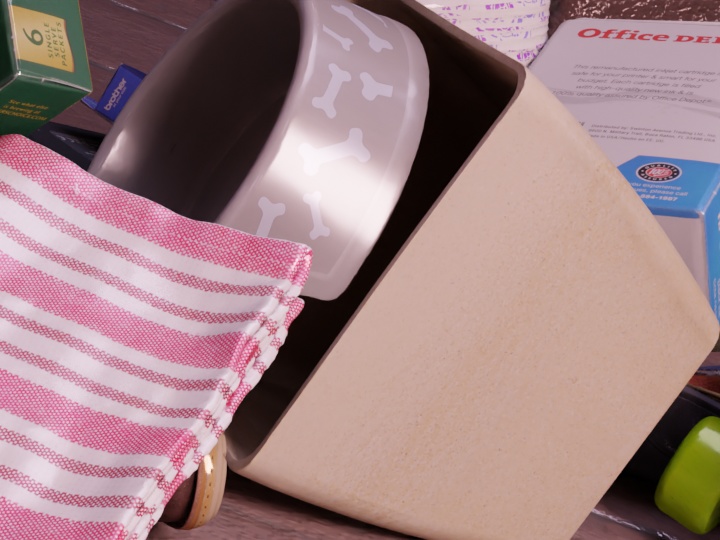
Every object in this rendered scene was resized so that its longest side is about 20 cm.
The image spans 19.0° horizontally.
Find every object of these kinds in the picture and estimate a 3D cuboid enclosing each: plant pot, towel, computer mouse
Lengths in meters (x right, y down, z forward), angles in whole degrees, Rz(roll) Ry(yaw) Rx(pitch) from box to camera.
[{"bbox_3d":[0.040,0.014,0.977,0.177,0.200,0.200,34,5,-27],"label":"plant pot"},{"bbox_3d":[-0.117,0.029,0.774,0.145,0.030,0.200,21,41,12],"label":"towel"},{"bbox_3d":[0.186,0.101,1.166,0.199,0.053,0.138,26,-7,-16],"label":"computer mouse"}]

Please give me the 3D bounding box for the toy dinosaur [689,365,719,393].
[{"bbox_3d":[0.252,0.067,1.317,0.181,0.106,0.200,8,19,-48],"label":"toy dinosaur"}]

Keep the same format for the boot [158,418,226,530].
[{"bbox_3d":[-0.158,0.044,0.822,0.165,0.073,0.200,-3,28,-33],"label":"boot"}]

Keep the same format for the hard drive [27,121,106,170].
[{"bbox_3d":[-0.123,-0.036,1.269,0.139,0.033,0.200,12,15,-43],"label":"hard drive"}]

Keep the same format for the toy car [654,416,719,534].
[{"bbox_3d":[0.252,0.065,1.002,0.164,0.201,0.158,32,54,19],"label":"toy car"}]

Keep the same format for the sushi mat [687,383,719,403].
[{"bbox_3d":[0.173,0.070,1.254,0.199,0.012,0.096,19,-7,32],"label":"sushi mat"}]

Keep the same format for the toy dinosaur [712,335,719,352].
[{"bbox_3d":[0.152,0.017,1.214,0.198,0.089,0.047,-4,-25,18],"label":"toy dinosaur"}]

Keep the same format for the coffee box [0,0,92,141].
[{"bbox_3d":[-0.196,-0.089,0.906,0.044,0.199,0.124,11,59,-46],"label":"coffee box"}]

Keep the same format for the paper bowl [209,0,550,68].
[{"bbox_3d":[0.010,-0.120,1.260,0.199,0.105,0.201,3,12,-1],"label":"paper bowl"}]

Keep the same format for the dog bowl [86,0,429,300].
[{"bbox_3d":[-0.058,-0.040,0.941,0.059,0.201,0.200,34,5,-27],"label":"dog bowl"}]

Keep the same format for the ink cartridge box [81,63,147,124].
[{"bbox_3d":[-0.076,-0.064,1.287,0.199,0.042,0.119,31,2,37],"label":"ink cartridge box"}]

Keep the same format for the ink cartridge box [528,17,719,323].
[{"bbox_3d":[0.147,-0.054,1.160,0.145,0.085,0.200,6,34,26],"label":"ink cartridge box"}]
